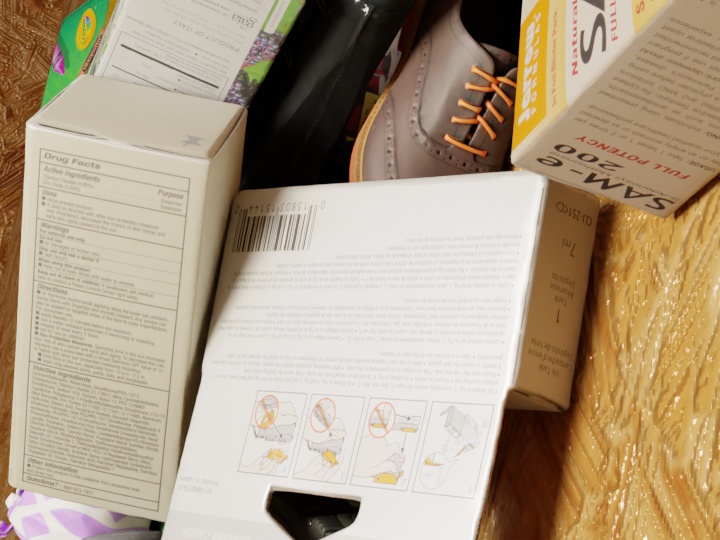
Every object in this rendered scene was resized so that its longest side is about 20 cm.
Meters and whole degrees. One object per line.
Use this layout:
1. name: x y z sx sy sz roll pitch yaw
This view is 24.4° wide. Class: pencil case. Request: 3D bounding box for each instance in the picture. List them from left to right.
1. pencil case: -0.140 0.072 0.955 0.084 0.085 0.202 46 -118 -86

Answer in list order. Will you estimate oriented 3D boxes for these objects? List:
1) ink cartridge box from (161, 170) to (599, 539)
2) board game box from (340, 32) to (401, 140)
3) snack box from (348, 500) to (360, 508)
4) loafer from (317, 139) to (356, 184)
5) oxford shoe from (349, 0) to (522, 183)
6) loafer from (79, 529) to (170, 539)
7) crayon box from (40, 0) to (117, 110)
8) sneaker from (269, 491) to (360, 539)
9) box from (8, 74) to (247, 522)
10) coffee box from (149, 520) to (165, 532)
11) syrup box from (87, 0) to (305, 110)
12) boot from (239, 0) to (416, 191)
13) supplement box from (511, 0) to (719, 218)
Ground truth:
1. ink cartridge box: 0.004 0.049 0.740 0.199 0.044 0.178 -1 74 46
2. board game box: -0.066 -0.164 1.024 0.062 0.198 0.202 152 132 -65
3. snack box: -0.046 0.129 0.964 0.200 0.037 0.117 -158 85 -73
4. loafer: 0.000 0.000 0.884 0.202 0.070 0.068 -95 27 -50
5. oxford shoe: 0.045 -0.076 0.819 0.072 0.071 0.202 -31 44 60
6. loafer: -0.110 0.181 0.854 0.200 0.071 0.064 94 170 -69
7. crayon box: -0.105 -0.075 1.058 0.058 0.199 0.120 -24 48 43
8. sneaker: -0.031 0.142 0.803 0.200 0.075 0.092 30 111 59
9. box: -0.117 0.015 0.831 0.078 0.094 0.202 -65 -13 -64
10. coffee box: -0.085 0.090 0.986 0.123 0.044 0.201 -101 34 -58
11. syrup box: -0.094 -0.110 0.865 0.200 0.081 0.079 123 164 -45
12. boot: -0.002 -0.150 0.874 0.166 0.065 0.201 -73 8 -48
13. supplement box: 0.130 -0.124 0.585 0.200 0.073 0.127 131 151 -55
